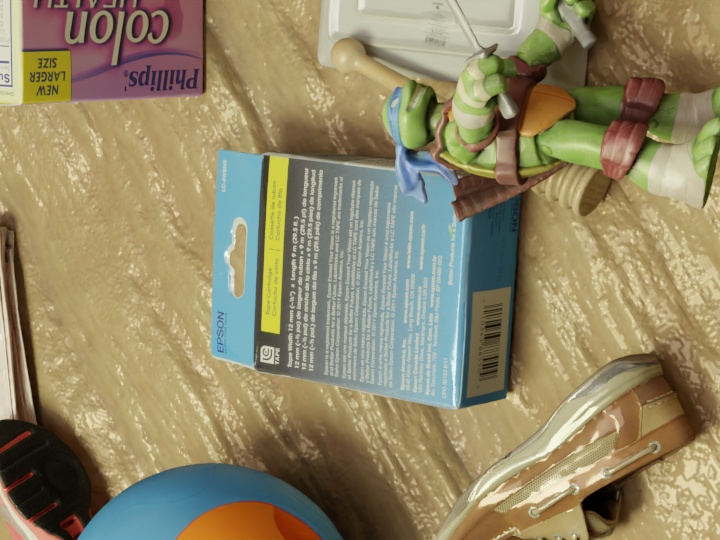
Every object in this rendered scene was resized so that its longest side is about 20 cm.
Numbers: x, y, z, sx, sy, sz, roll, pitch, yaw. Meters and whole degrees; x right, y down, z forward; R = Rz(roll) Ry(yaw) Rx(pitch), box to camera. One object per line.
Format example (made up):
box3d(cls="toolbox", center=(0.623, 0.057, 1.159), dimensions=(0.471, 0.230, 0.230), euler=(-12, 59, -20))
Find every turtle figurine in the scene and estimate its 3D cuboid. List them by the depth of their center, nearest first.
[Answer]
box3d(cls="turtle figurine", center=(0.111, -0.117, 1.111), dimensions=(0.194, 0.144, 0.200), euler=(13, 91, 12))

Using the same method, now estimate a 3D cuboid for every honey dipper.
box3d(cls="honey dipper", center=(0.063, -0.094, 1.227), dimensions=(0.200, 0.038, 0.038), euler=(32, 113, 26))

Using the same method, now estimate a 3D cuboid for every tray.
box3d(cls="tray", center=(0.052, -0.170, 1.241), dimensions=(0.200, 0.022, 0.108), euler=(10, 103, 34))

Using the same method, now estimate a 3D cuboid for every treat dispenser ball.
box3d(cls="treat dispenser ball", center=(-0.097, 0.225, 1.286), dimensions=(0.201, 0.201, 0.201), euler=(5, 99, 35))

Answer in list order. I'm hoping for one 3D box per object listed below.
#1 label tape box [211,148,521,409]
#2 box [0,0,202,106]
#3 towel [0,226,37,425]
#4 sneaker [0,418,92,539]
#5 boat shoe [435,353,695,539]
box3d(cls="label tape box", center=(0.000, 0.000, 1.274), dimensions=(0.200, 0.066, 0.144), euler=(9, 100, 37))
box3d(cls="box", center=(-0.194, -0.212, 1.317), dimensions=(0.097, 0.176, 0.200), euler=(7, 100, 35))
box3d(cls="towel", center=(-0.332, 0.063, 1.540), dimensions=(0.200, 0.032, 0.191), euler=(-3, 93, 35))
box3d(cls="sneaker", center=(-0.225, 0.203, 1.449), dimensions=(0.087, 0.074, 0.200), euler=(-42, 78, 38))
box3d(cls="boat shoe", center=(0.119, 0.134, 1.199), dimensions=(0.072, 0.076, 0.200), euler=(52, 123, 16))
